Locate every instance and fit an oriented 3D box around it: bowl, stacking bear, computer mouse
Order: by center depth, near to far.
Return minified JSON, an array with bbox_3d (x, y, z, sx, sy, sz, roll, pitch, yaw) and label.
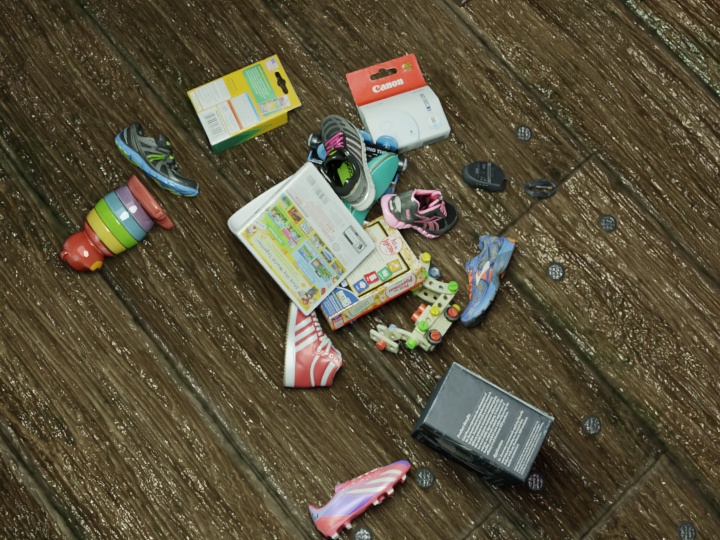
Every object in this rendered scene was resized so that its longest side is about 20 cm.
[{"bbox_3d":[-0.140,-0.099,1.693,0.198,0.199,0.075,-33,112,-10],"label":"bowl"},{"bbox_3d":[-0.468,-0.074,1.698,0.199,0.122,0.114,-39,81,-6],"label":"stacking bear"},{"bbox_3d":[0.296,-0.175,1.815,0.196,0.034,0.060,12,56,-5],"label":"computer mouse"}]

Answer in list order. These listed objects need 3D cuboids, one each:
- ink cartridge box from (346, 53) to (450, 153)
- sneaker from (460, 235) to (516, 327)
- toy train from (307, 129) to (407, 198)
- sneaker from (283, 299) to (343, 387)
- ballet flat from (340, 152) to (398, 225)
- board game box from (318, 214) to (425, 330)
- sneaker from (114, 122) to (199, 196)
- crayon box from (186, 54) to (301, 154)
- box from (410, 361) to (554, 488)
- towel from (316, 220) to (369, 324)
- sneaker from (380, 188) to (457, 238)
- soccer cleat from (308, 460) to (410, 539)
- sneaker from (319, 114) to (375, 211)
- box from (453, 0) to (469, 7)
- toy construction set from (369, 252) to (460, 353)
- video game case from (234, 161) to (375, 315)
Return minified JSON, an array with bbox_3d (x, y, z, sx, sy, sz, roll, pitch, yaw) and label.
[{"bbox_3d":[0.075,-0.341,1.838,0.157,0.047,0.203,-18,77,-8],"label":"ink cartridge box"},{"bbox_3d":[0.231,0.019,1.735,0.077,0.076,0.202,21,65,12],"label":"sneaker"},{"bbox_3d":[-0.008,-0.211,1.758,0.196,0.115,0.088,14,54,2],"label":"toy train"},{"bbox_3d":[-0.081,0.116,1.664,0.110,0.071,0.205,5,95,-2],"label":"sneaker"},{"bbox_3d":[-0.005,-0.141,1.684,0.070,0.067,0.202,29,89,39],"label":"ballet flat"},{"bbox_3d":[0.000,0.000,1.681,0.197,0.047,0.153,-27,54,-7],"label":"board game box"},{"bbox_3d":[-0.389,-0.217,1.761,0.199,0.071,0.083,39,81,11],"label":"sneaker"},{"bbox_3d":[-0.231,-0.333,1.815,0.197,0.052,0.127,-25,76,-10],"label":"crayon box"},{"bbox_3d":[0.206,0.274,1.581,0.194,0.200,0.125,30,74,6],"label":"box"},{"bbox_3d":[-0.035,-0.014,1.746,0.145,0.024,0.203,23,74,4],"label":"towel"},{"bbox_3d":[0.131,-0.117,1.711,0.198,0.095,0.080,3,66,-47],"label":"sneaker"},{"bbox_3d":[0.000,0.392,1.607,0.199,0.067,0.077,-37,74,-10],"label":"soccer cleat"},{"bbox_3d":[-0.035,-0.205,1.627,0.073,0.087,0.203,-29,63,24],"label":"sneaker"},{"bbox_3d":[0.187,-0.673,1.933,0.100,0.075,0.200,-40,81,-14],"label":"box"},{"bbox_3d":[0.110,0.077,1.691,0.130,0.092,0.201,37,75,8],"label":"toy construction set"},{"bbox_3d":[-0.094,-0.055,1.597,0.182,0.023,0.201,-44,113,-11],"label":"video game case"}]
